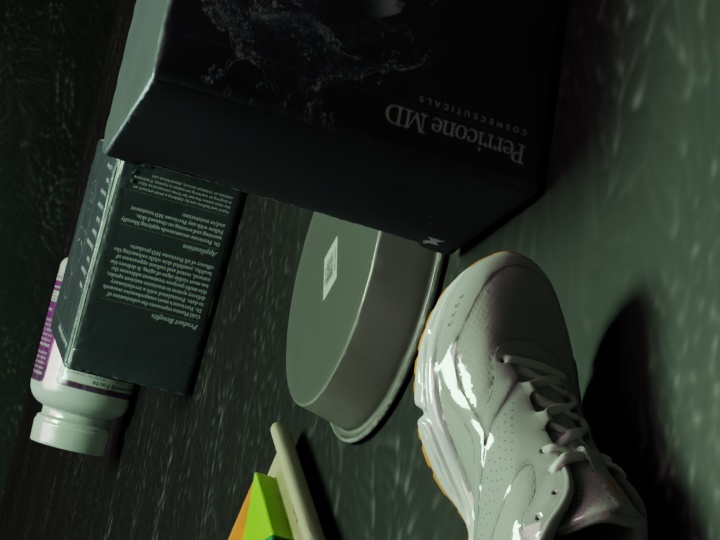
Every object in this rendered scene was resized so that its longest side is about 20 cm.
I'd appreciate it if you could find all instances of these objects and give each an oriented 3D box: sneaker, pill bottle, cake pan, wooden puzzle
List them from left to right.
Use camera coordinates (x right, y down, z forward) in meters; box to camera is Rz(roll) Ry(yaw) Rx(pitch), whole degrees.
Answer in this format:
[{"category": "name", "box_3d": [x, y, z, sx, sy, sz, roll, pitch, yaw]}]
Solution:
[{"category": "pill bottle", "box_3d": [-0.295, 0.095, 1.822, 0.112, 0.111, 0.202, -178, 102, -74]}, {"category": "wooden puzzle", "box_3d": [-0.071, 0.217, 1.044, 0.185, 0.037, 0.201, -119, 46, -68]}, {"category": "cake pan", "box_3d": [0.000, 0.000, 0.992, 0.200, 0.036, 0.202, -166, 90, -75]}, {"category": "sneaker", "box_3d": [0.072, 0.078, 0.619, 0.092, 0.075, 0.201, -41, 44, 52]}]

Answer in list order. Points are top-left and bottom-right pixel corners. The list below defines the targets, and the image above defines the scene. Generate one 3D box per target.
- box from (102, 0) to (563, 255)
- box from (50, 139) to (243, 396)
[{"category": "box", "box_3d": [-0.007, -0.138, 0.843, 0.117, 0.195, 0.202, 144, 138, -65]}, {"category": "box", "box_3d": [-0.206, -0.007, 1.574, 0.200, 0.123, 0.198, -148, 75, -74]}]
